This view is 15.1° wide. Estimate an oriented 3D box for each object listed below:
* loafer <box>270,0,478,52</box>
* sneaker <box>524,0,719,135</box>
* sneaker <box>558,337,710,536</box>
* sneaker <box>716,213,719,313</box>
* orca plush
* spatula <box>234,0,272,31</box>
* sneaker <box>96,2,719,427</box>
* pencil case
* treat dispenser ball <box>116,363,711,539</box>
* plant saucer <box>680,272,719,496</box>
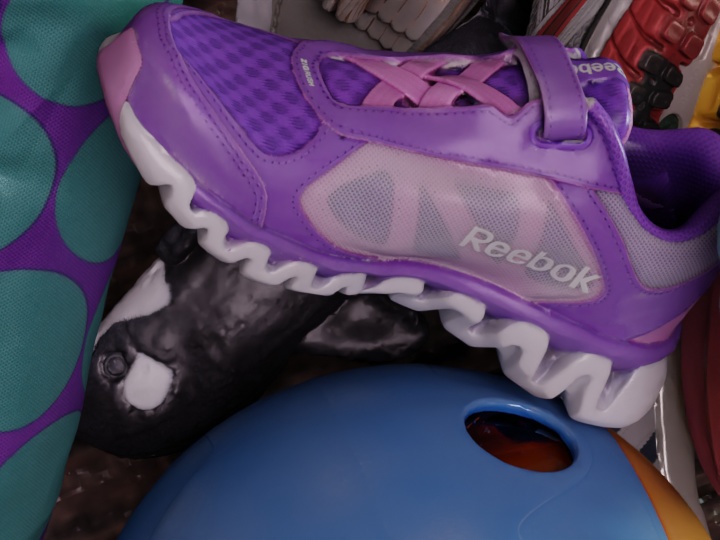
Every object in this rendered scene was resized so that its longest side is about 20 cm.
[{"bbox_3d":[0.026,-0.130,0.831,0.072,0.063,0.200,39,114,2],"label":"loafer"},{"bbox_3d":[0.093,-0.116,0.809,0.078,0.082,0.201,15,103,-42],"label":"sneaker"},{"bbox_3d":[0.070,0.078,0.901,0.084,0.075,0.201,-4,90,-8],"label":"sneaker"},{"bbox_3d":[0.156,0.011,0.784,0.200,0.078,0.140,-35,135,-44],"label":"sneaker"},{"bbox_3d":[0.000,0.000,0.851,0.200,0.105,0.071,-37,74,-23],"label":"orca plush"},{"bbox_3d":[-0.034,-0.078,0.815,0.056,0.201,0.021,26,131,-27],"label":"spatula"},{"bbox_3d":[0.025,-0.033,0.731,0.200,0.081,0.088,23,126,-30],"label":"sneaker"},{"bbox_3d":[-0.114,-0.007,0.778,0.092,0.085,0.201,2,116,-27],"label":"pencil case"},{"bbox_3d":[0.016,0.128,0.792,0.200,0.201,0.202,-1,95,-14],"label":"treat dispenser ball"},{"bbox_3d":[0.164,0.011,0.884,0.200,0.051,0.201,-16,111,-49],"label":"plant saucer"}]
